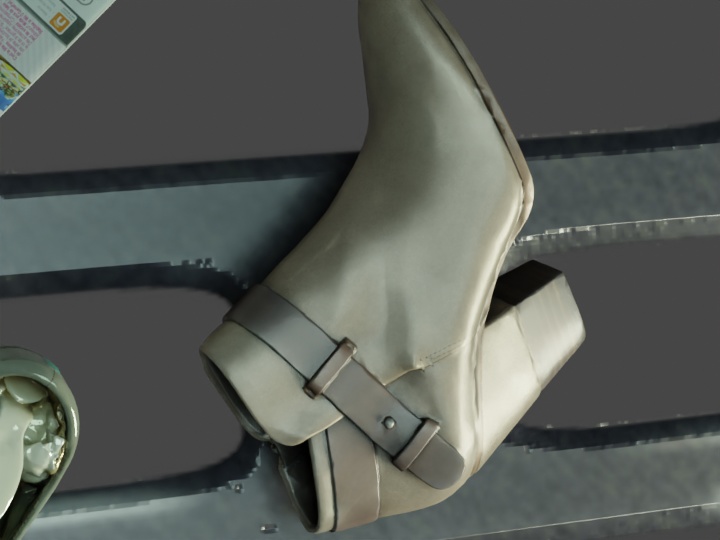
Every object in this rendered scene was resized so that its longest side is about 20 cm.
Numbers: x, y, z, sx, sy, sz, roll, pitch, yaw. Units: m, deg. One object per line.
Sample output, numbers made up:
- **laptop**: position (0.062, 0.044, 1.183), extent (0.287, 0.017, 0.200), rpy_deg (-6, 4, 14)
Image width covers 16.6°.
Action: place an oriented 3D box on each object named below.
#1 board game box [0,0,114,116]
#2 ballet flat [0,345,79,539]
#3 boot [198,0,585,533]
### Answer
- **board game box**: position (-0.168, -0.120, 0.876), extent (0.200, 0.064, 0.148), rpy_deg (-43, 107, 10)
- **ballet flat**: position (-0.171, 0.116, 0.920), extent (0.067, 0.064, 0.201), rpy_deg (33, 79, -19)
- **boot**: position (0.000, 0.000, 0.984), extent (0.146, 0.070, 0.201), rpy_deg (-31, 101, -16)
